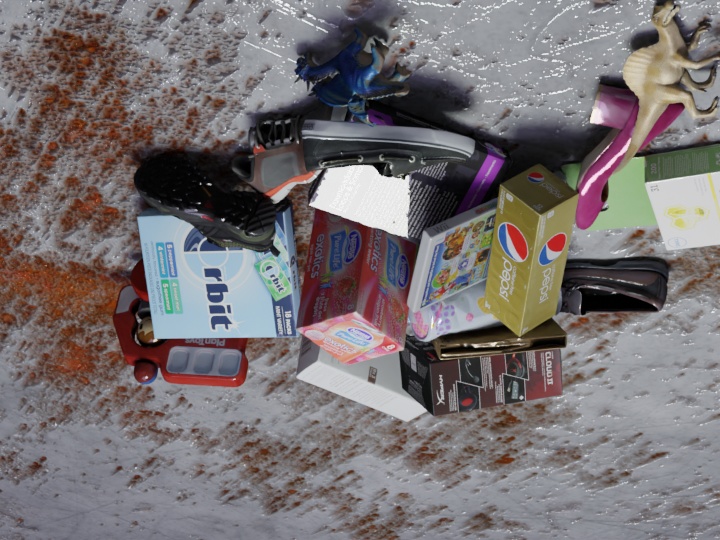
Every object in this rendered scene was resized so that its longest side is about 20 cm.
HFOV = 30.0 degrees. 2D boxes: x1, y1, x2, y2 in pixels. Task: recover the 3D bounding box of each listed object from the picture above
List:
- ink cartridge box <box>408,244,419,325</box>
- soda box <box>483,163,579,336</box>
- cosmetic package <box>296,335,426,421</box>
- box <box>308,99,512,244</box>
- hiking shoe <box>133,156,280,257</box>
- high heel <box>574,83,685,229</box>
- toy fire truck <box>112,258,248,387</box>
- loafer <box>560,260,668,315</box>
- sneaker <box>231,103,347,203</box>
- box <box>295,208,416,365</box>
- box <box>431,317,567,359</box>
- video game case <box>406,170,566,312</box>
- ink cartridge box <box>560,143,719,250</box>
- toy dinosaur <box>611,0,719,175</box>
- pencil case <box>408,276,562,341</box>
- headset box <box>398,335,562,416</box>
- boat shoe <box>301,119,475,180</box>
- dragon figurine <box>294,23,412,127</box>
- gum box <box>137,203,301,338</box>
[{"bbox_3d":[0.032,0.023,1.797,0.200,0.068,0.117,-20,140,35],"label":"ink cartridge box"},{"bbox_3d":[0.197,-0.021,1.567,0.068,0.064,0.200,41,147,33],"label":"soda box"},{"bbox_3d":[0.011,0.135,1.949,0.199,0.102,0.074,22,147,-23],"label":"cosmetic package"},{"bbox_3d":[0.056,-0.108,1.564,0.199,0.036,0.143,18,120,-18],"label":"box"},{"bbox_3d":[-0.192,-0.069,1.653,0.199,0.076,0.101,25,152,19],"label":"hiking shoe"},{"bbox_3d":[0.295,-0.118,1.501,0.096,0.067,0.201,13,128,9],"label":"high heel"},{"bbox_3d":[-0.246,0.079,1.850,0.199,0.169,0.112,2,148,8],"label":"toy fire truck"},{"bbox_3d":[0.301,0.030,1.754,0.199,0.063,0.072,-6,145,23],"label":"loafer"},{"bbox_3d":[-0.089,-0.143,1.557,0.082,0.077,0.200,29,142,-20],"label":"sneaker"},{"bbox_3d":[0.000,0.000,1.642,0.094,0.201,0.103,-17,140,34],"label":"box"},{"bbox_3d":[0.172,0.077,1.752,0.163,0.021,0.200,-5,-170,-2],"label":"box"},{"bbox_3d":[0.149,-0.034,1.602,0.199,0.018,0.143,-24,149,-25],"label":"video game case"},{"bbox_3d":[0.350,-0.080,1.588,0.199,0.048,0.146,-8,145,20],"label":"ink cartridge box"},{"bbox_3d":[0.320,-0.193,1.396,0.101,0.058,0.201,7,125,0],"label":"toy dinosaur"},{"bbox_3d":[0.155,0.032,1.700,0.199,0.084,0.091,-11,-169,-19],"label":"pencil case"},{"bbox_3d":[0.166,0.125,1.777,0.199,0.075,0.149,-8,-168,-14],"label":"headset box"},{"bbox_3d":[0.029,-0.128,1.468,0.199,0.057,0.069,3,-179,-19],"label":"boat shoe"},{"bbox_3d":[-0.004,-0.189,1.401,0.059,0.200,0.100,26,108,-38],"label":"dragon figurine"},{"bbox_3d":[-0.180,0.002,1.744,0.199,0.045,0.171,-1,108,13],"label":"gum box"}]
